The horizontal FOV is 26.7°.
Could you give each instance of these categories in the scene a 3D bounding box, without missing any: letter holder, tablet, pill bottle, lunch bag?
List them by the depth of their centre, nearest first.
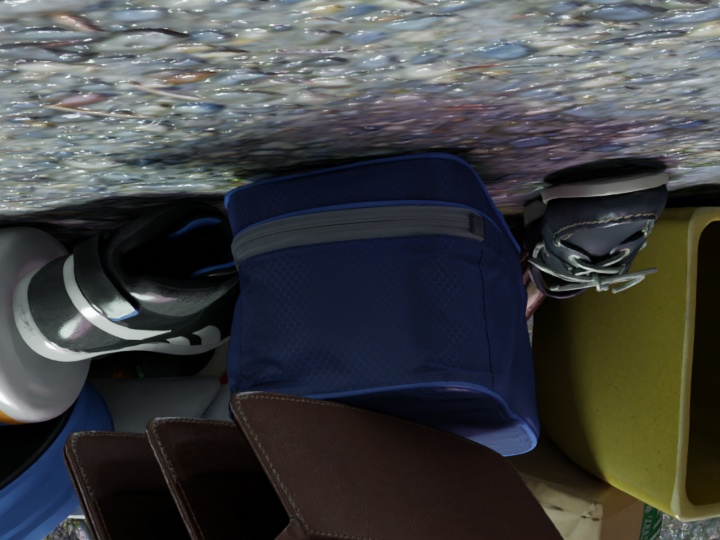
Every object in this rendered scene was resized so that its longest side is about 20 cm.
[{"bbox_3d":[-0.017,0.107,0.695,0.200,0.142,0.101,19,121,-47],"label":"letter holder"},{"bbox_3d":[0.016,0.021,0.775,0.136,0.132,0.200,-6,162,12],"label":"lunch bag"},{"bbox_3d":[-0.267,0.039,0.879,0.200,0.112,0.112,-6,175,22],"label":"pill bottle"},{"bbox_3d":[-0.195,0.105,0.935,0.200,0.014,0.130,-4,-148,28],"label":"tablet"}]

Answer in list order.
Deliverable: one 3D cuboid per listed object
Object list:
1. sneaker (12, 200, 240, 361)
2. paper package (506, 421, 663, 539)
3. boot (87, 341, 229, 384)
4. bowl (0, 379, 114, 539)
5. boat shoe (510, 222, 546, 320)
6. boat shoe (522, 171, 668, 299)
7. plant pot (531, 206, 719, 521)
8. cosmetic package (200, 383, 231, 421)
[{"bbox_3d":[-0.087,0.002,0.856,0.112,0.073,0.200,-25,174,36],"label":"sneaker"},{"bbox_3d":[0.117,0.160,1.113,0.190,0.104,0.200,16,-164,23],"label":"paper package"},{"bbox_3d":[-0.137,0.088,1.047,0.200,0.072,0.144,-25,160,21],"label":"boot"},{"bbox_3d":[-0.246,0.114,0.895,0.200,0.039,0.201,-15,-151,8],"label":"bowl"},{"bbox_3d":[0.067,0.020,1.065,0.075,0.075,0.202,31,137,-10],"label":"boat shoe"},{"bbox_3d":[0.131,-0.017,0.875,0.075,0.062,0.200,-2,175,-9],"label":"boat shoe"},{"bbox_3d":[0.224,0.048,1.055,0.194,0.196,0.200,-2,-174,-33],"label":"plant pot"},{"bbox_3d":[-0.021,0.184,0.929,0.165,0.165,0.200,-13,129,22],"label":"cosmetic package"}]
